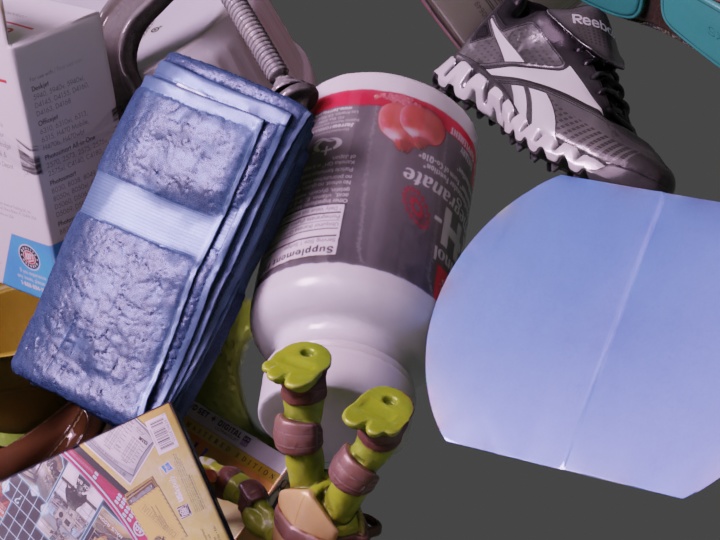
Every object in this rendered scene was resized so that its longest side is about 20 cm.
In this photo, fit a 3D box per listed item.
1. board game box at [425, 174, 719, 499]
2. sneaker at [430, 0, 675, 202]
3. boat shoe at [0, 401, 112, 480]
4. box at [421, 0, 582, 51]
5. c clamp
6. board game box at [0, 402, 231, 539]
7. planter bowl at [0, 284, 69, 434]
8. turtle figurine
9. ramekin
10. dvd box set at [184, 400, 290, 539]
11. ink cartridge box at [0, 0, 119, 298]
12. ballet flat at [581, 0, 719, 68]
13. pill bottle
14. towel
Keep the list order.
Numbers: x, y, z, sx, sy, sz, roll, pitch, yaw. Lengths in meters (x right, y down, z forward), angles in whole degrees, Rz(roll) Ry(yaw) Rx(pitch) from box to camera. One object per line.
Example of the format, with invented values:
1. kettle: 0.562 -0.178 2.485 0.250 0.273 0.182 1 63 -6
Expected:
1. board game box: 0.133 0.037 1.095 0.199 0.039 0.159 11 68 29
2. sneaker: 0.117 -0.101 1.195 0.091 0.066 0.200 -57 39 7
3. boat shoe: -0.220 0.136 1.235 0.200 0.068 0.072 -46 14 12
4. box: 0.064 -0.239 1.329 0.128 0.109 0.200 -36 41 7
5. c clamp: -0.084 -0.130 1.222 0.171 0.027 0.201 -35 62 20
6. board game box: -0.113 0.183 1.052 0.135 0.035 0.201 -24 69 -4
7. planter bowl: -0.198 0.042 1.296 0.199 0.084 0.201 -7 26 3
8. turtle figurine: -0.015 0.128 1.083 0.200 0.064 0.162 39 128 38
9. ramekin: -0.134 -0.123 1.359 0.201 0.095 0.203 -13 37 10
10. dvd box set: -0.130 0.167 1.204 0.146 0.029 0.200 26 75 47
11. ink cartridge box: -0.198 -0.093 1.244 0.067 0.201 0.116 -27 31 -36
12. ballet flat: 0.177 -0.166 1.200 0.200 0.068 0.075 34 53 29
13. pill bottle: 0.000 0.000 1.179 0.110 0.111 0.201 -12 50 30
14. towel: -0.108 -0.013 1.156 0.111 0.049 0.201 24 88 27
